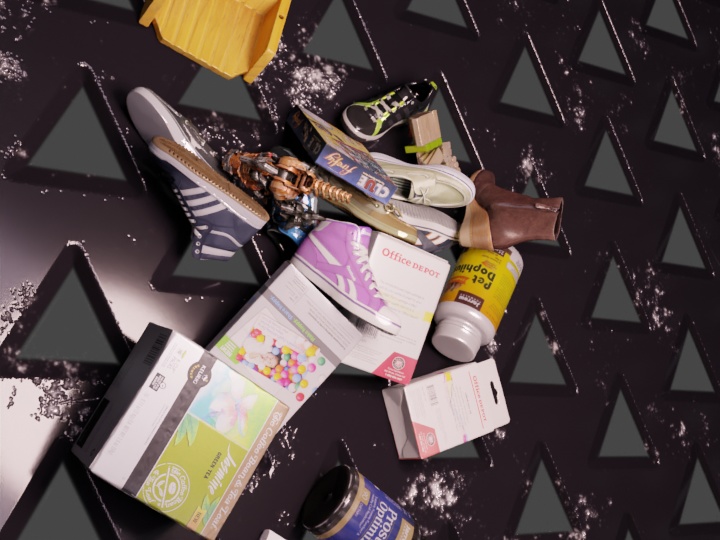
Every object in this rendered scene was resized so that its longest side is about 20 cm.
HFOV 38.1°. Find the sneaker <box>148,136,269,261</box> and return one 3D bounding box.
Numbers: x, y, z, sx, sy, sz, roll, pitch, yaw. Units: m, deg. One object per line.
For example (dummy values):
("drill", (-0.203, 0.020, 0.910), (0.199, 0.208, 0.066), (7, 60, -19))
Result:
("sneaker", (-0.236, -0.092, 1.463), (0.199, 0.070, 0.109), (36, 106, -21))

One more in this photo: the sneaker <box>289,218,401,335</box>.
("sneaker", (0.000, 0.000, 1.505), (0.200, 0.073, 0.115), (38, 90, 16))

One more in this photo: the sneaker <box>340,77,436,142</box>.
("sneaker", (0.048, -0.277, 1.713), (0.199, 0.083, 0.072), (-29, 73, -40))

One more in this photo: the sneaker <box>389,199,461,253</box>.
("sneaker", (0.094, -0.062, 1.717), (0.198, 0.078, 0.080), (10, 117, -47))

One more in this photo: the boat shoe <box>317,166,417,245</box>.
("boat shoe", (0.010, -0.106, 1.606), (0.064, 0.199, 0.073), (-59, 158, -1))

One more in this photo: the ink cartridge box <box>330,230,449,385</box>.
("ink cartridge box", (0.034, 0.055, 1.605), (0.144, 0.083, 0.203), (22, 88, -29))

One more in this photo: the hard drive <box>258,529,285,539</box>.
("hard drive", (-0.087, 0.482, 1.498), (0.199, 0.025, 0.133), (38, 61, -23))

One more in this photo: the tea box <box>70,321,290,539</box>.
("tea box", (-0.235, 0.207, 1.360), (0.196, 0.133, 0.202), (36, 77, -23))

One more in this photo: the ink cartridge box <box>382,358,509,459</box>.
("ink cartridge box", (0.142, 0.222, 1.691), (0.198, 0.067, 0.119), (-13, 88, -35))

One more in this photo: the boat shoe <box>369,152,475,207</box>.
("boat shoe", (0.088, -0.135, 1.686), (0.196, 0.073, 0.062), (12, 39, -1))

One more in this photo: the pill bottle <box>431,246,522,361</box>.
("pill bottle", (0.190, 0.048, 1.736), (0.109, 0.109, 0.202), (39, 60, -22))

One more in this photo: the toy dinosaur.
("toy dinosaur", (-0.104, -0.120, 1.478), (0.103, 0.200, 0.136), (-50, 151, 1))

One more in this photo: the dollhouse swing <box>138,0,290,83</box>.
("dollhouse swing", (-0.184, -0.415, 1.531), (0.198, 0.175, 0.185), (26, 66, -29))

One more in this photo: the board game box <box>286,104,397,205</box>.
("board game box", (-0.031, -0.179, 1.586), (0.134, 0.200, 0.035), (29, 104, -26))

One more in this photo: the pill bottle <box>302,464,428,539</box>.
("pill bottle", (0.018, 0.387, 1.540), (0.200, 0.111, 0.113), (41, 60, -21))

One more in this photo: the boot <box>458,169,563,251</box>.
("boot", (0.256, -0.104, 1.728), (0.201, 0.164, 0.073), (-71, 150, -47))

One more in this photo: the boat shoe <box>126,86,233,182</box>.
("boat shoe", (-0.258, -0.186, 1.501), (0.201, 0.068, 0.057), (53, 48, -21))

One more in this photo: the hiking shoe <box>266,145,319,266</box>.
("hiking shoe", (-0.107, -0.089, 1.575), (0.086, 0.074, 0.203), (-23, 94, -39))

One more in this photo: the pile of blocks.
("pile of blocks", (0.118, -0.179, 1.753), (0.083, 0.061, 0.201), (-55, 128, -33))

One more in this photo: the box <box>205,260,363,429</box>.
("box", (-0.117, 0.112, 1.491), (0.200, 0.041, 0.156), (-46, 105, -3))
